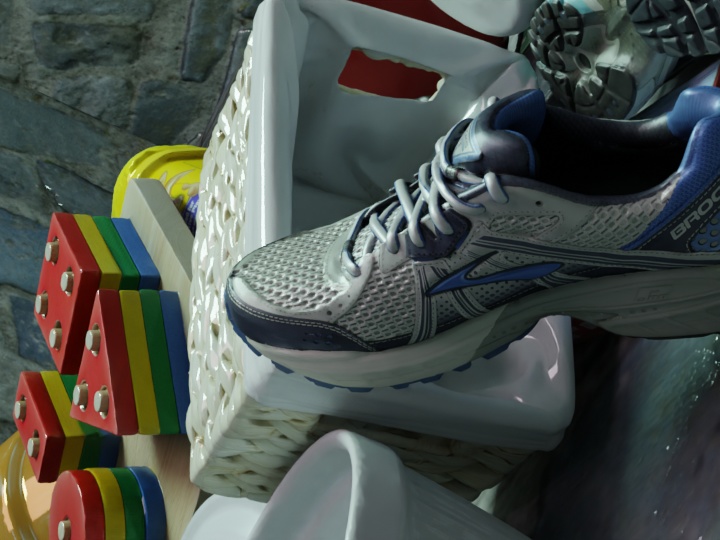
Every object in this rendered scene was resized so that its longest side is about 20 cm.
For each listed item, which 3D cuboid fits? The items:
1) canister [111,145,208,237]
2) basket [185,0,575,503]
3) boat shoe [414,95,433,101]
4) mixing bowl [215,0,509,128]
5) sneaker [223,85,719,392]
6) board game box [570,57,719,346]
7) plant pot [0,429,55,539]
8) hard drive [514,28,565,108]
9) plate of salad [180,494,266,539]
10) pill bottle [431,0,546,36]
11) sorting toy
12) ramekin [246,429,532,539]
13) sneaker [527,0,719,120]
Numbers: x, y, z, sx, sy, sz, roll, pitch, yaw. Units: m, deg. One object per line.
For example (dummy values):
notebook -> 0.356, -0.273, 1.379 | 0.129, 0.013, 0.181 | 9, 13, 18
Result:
canister -> -0.070, 0.013, 0.979 | 0.200, 0.086, 0.149 | 22, 113, 52
basket -> 0.000, 0.000, 0.699 | 0.123, 0.135, 0.200 | 127, 150, -47
boat shoe -> 0.043, 0.016, 0.851 | 0.093, 0.075, 0.200 | 18, -100, -68
mixing bowl -> 0.015, -0.118, 0.940 | 0.200, 0.108, 0.200 | -52, -2, -2
sneaker -> 0.043, -0.021, 0.544 | 0.077, 0.200, 0.085 | -86, -22, -46
board game box -> 0.104, -0.015, 0.713 | 0.103, 0.019, 0.200 | -67, 11, -18
plant pot -> -0.149, 0.160, 1.158 | 0.183, 0.200, 0.200 | -41, 22, 28
hard drive -> 0.128, -0.154, 0.847 | 0.140, 0.038, 0.200 | -54, 17, 46
plate of salad -> -0.045, 0.203, 0.777 | 0.200, 0.048, 0.200 | 1, 92, 59
pill bottle -> 0.106, -0.206, 0.734 | 0.200, 0.111, 0.111 | -41, 4, -16
sorting toy -> -0.140, 0.079, 0.923 | 0.199, 0.070, 0.200 | 54, 135, 50
ramekin -> 0.000, 0.170, 0.586 | 0.200, 0.105, 0.200 | -61, 11, 21
sneaker -> 0.134, -0.127, 0.639 | 0.086, 0.078, 0.200 | -37, 1, -19
